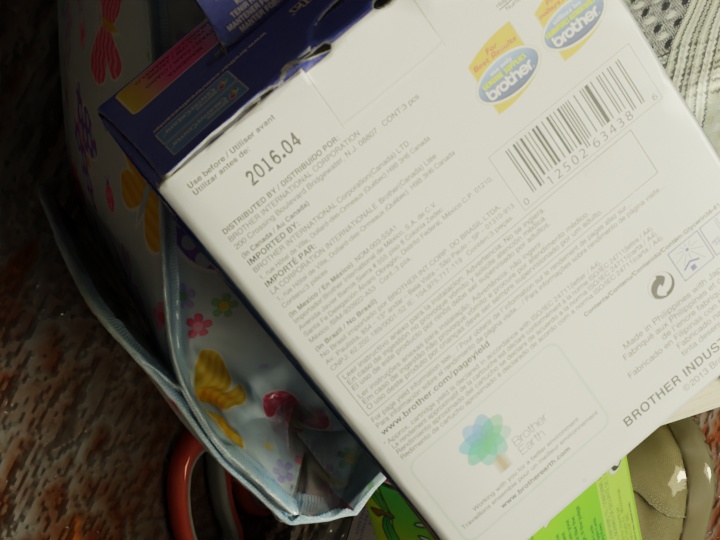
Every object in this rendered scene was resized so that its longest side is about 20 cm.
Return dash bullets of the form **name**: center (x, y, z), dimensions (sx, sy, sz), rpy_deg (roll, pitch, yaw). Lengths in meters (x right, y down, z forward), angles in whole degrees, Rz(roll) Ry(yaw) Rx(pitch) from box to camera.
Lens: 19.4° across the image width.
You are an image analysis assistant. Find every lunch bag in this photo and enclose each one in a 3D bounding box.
- **lunch bag**: center (-0.043, -0.030, 0.720), dimensions (0.127, 0.170, 0.201), rpy_deg (-7, 113, -16)

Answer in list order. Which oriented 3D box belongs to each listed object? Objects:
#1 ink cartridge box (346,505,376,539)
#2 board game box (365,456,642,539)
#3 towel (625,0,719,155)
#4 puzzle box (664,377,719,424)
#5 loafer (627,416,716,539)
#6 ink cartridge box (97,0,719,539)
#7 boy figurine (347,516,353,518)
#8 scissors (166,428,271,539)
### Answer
- **ink cartridge box**: center (0.020, 0.171, 0.863), dimensions (0.094, 0.044, 0.201), rpy_deg (14, 92, -55)
- **board game box**: center (0.060, 0.106, 0.811), dimensions (0.102, 0.047, 0.201), rpy_deg (-45, 136, -34)
- **towel**: center (0.087, -0.056, 0.801), dimensions (0.192, 0.035, 0.201), rpy_deg (-16, 131, -32)
- **puzzle box**: center (0.126, 0.062, 1.003), dimensions (0.200, 0.133, 0.026), rpy_deg (-10, 85, -47)
- **loafer**: center (0.137, 0.157, 1.107), dimensions (0.067, 0.076, 0.201), rpy_deg (-3, 122, -10)
- **ink cartridge box**: center (0.021, -0.031, 0.606), dimensions (0.136, 0.076, 0.200), rpy_deg (-40, 121, -4)
- **boy figurine**: center (0.000, 0.000, 0.866), dimensions (0.124, 0.064, 0.201), rpy_deg (-25, 121, -68)
- **scissors**: center (-0.060, 0.035, 0.866), dimensions (0.073, 0.014, 0.201), rpy_deg (-33, 130, -35)
